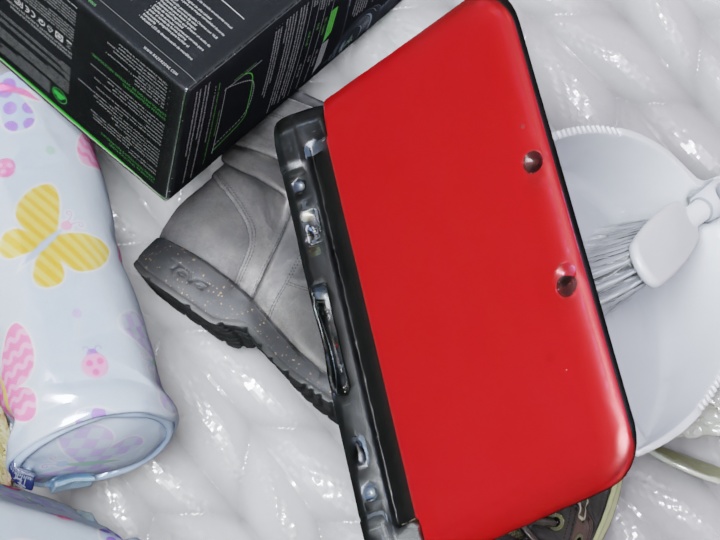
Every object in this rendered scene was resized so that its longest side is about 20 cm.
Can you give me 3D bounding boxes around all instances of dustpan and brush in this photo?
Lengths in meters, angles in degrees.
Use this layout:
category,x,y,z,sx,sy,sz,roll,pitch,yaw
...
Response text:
category,x,y,z,sx,sy,sz,roll,pitch,yaw
dustpan and brush,0.142,-0.019,0.823,0.057,0.200,0.140,-29,94,33

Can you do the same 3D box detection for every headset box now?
category,x,y,z,sx,sy,sz,roll,pitch,yaw
headset box,-0.083,-0.166,0.865,0.174,0.093,0.200,39,60,11

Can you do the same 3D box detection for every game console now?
category,x,y,z,sx,sy,sz,roll,pitch,yaw
game console,0.045,0.020,0.740,0.118,0.172,0.201,-17,69,11

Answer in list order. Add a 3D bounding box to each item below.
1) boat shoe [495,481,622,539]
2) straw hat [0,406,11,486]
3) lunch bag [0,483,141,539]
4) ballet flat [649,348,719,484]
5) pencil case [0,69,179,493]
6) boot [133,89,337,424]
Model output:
category,x,y,z,sx,sy,sz,roll,pitch,yaw
boat shoe,0.070,0.128,0.822,0.073,0.065,0.201,17,98,15
straw hat,-0.271,0.081,0.847,0.200,0.085,0.202,-2,56,2
lunch bag,-0.202,0.185,0.766,0.169,0.127,0.201,20,85,-23
ballet flat,0.199,0.073,0.845,0.199,0.072,0.072,9,81,14
pencil case,-0.150,0.004,0.866,0.083,0.091,0.201,-12,68,-18
boot,0.000,0.000,0.876,0.200,0.070,0.132,35,80,6
